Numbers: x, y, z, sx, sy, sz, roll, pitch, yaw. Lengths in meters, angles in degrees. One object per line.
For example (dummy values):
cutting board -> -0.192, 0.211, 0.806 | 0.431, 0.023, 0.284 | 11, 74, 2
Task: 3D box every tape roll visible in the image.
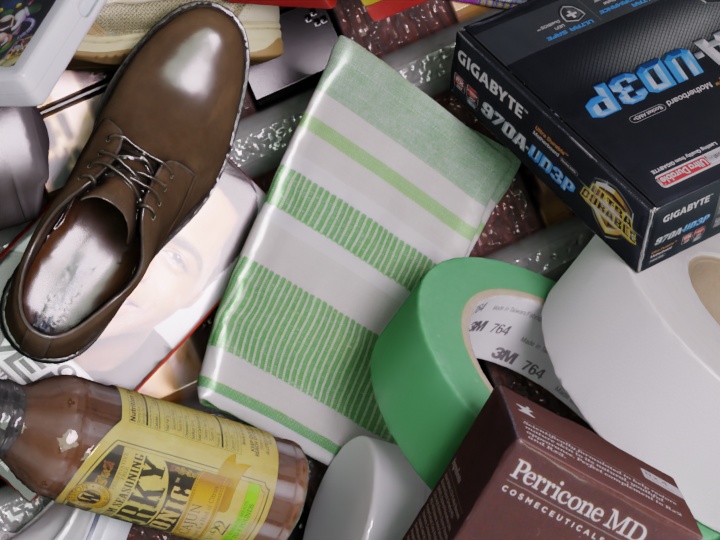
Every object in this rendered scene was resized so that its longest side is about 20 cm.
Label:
tape roll -> 0.101, 0.078, 1.025 | 0.200, 0.201, 0.048 | 32, 117, -11
tape roll -> 0.194, 0.052, 1.047 | 0.202, 0.203, 0.071 | 31, 117, -11

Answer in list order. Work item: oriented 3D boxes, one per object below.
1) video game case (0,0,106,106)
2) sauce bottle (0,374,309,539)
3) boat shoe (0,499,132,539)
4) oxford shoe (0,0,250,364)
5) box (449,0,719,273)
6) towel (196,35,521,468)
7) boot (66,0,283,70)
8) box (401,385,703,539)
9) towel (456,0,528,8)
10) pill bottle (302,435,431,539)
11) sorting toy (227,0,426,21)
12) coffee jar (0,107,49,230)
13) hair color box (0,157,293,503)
video game case -> -0.185, -0.149, 0.951 | 0.023, 0.199, 0.183 | 56, 49, -41
sauce bottle -> -0.124, 0.089, 0.986 | 0.199, 0.065, 0.065 | 18, 86, -24
boat shoe -> -0.186, 0.173, 1.024 | 0.067, 0.073, 0.201 | 33, 84, -19
oxford shoe -> -0.108, -0.044, 0.979 | 0.072, 0.084, 0.201 | 27, 82, -8
box -> 0.170, -0.097, 1.049 | 0.199, 0.046, 0.159 | -24, 54, -27
towel -> 0.000, 0.000, 1.060 | 0.152, 0.023, 0.201 | 30, 82, -42
boot -> -0.137, -0.184, 1.037 | 0.198, 0.073, 0.157 | -2, 91, -19
box -> 0.057, 0.166, 0.905 | 0.100, 0.075, 0.201 | 27, 102, -11
towel -> 0.069, -0.221, 1.111 | 0.198, 0.023, 0.145 | 6, 89, -13
pill bottle -> 0.075, 0.164, 1.055 | 0.199, 0.114, 0.115 | 20, 86, -18
sorting toy -> 0.018, -0.211, 0.987 | 0.070, 0.198, 0.201 | 50, 56, -47
coffee jar -> -0.252, -0.045, 0.990 | 0.199, 0.104, 0.086 | -15, 99, -7
hair color box -> -0.140, 0.013, 1.044 | 0.101, 0.061, 0.200 | 43, 80, -8
